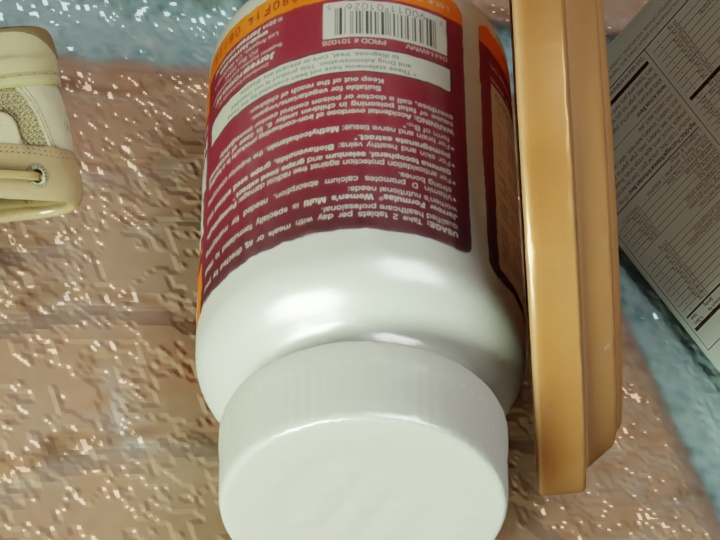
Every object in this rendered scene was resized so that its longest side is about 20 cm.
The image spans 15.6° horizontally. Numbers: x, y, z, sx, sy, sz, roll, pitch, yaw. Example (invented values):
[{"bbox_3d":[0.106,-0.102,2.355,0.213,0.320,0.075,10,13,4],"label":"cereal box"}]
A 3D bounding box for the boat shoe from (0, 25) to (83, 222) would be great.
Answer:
[{"bbox_3d":[-0.175,-0.027,0.799,0.200,0.071,0.065,-14,86,-31],"label":"boat shoe"}]

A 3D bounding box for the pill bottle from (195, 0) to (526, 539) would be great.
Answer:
[{"bbox_3d":[0.000,0.000,0.879,0.109,0.110,0.200,21,44,-21],"label":"pill bottle"}]

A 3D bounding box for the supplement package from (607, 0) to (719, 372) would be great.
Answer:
[{"bbox_3d":[0.219,-0.043,1.056,0.191,0.147,0.200,-21,69,-46],"label":"supplement package"}]

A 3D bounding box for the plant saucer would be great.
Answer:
[{"bbox_3d":[0.070,-0.024,0.899,0.032,0.201,0.201,-4,48,4],"label":"plant saucer"}]
